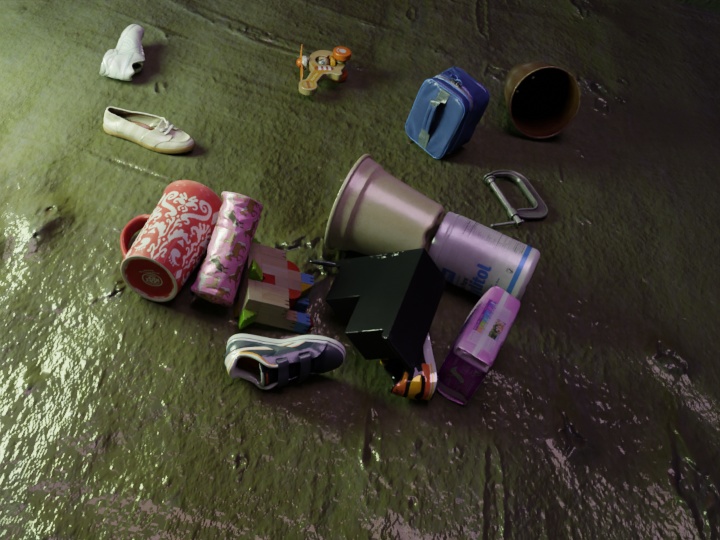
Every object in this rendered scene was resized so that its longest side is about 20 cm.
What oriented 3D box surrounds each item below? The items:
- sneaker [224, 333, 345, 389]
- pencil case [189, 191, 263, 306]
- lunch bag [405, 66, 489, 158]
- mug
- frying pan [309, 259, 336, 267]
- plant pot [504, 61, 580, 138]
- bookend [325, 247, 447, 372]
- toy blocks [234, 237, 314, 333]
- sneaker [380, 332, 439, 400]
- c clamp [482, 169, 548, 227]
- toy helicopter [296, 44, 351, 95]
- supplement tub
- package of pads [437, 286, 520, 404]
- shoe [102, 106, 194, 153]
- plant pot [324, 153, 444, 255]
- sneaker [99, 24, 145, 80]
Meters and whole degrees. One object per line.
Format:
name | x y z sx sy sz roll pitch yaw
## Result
sneaker | -0.124 0.155 1.411 0.199 0.079 0.080 1 37 -1
pencil case | -0.234 -0.040 1.510 0.086 0.083 0.201 13 81 24
lunch bag | 0.201 -0.372 2.015 0.136 0.200 0.132 39 48 17
mug | -0.349 -0.041 1.545 0.133 0.177 0.200 46 40 -23
frying pan | 0.008 0.003 1.626 0.189 0.031 0.115 0 9 -22
plant pot | 0.451 -0.469 2.246 0.186 0.188 0.200 6 27 -13
bookend | 0.023 0.073 1.496 0.198 0.092 0.201 -8 43 37
toy blocks | -0.146 0.031 1.543 0.136 0.100 0.201 15 39 -21
sneaker | 0.074 0.138 1.501 0.090 0.070 0.201 5 44 -18
c clamp | 0.345 -0.171 1.972 0.170 0.027 0.201 -1 44 -19
toy helicopter | -0.113 -0.500 2.147 0.132 0.079 0.200 21 45 6
supplement tub | 0.239 -0.019 1.686 0.199 0.132 0.132 24 41 10
package of pads | 0.207 0.130 1.517 0.075 0.121 0.200 30 42 7
shoe | -0.451 -0.299 1.822 0.199 0.054 0.070 15 41 -2
plant pot | 0.056 -0.097 1.656 0.183 0.201 0.201 24 41 10
sneaker | -0.543 -0.507 2.021 0.080 0.071 0.201 22 46 -8
